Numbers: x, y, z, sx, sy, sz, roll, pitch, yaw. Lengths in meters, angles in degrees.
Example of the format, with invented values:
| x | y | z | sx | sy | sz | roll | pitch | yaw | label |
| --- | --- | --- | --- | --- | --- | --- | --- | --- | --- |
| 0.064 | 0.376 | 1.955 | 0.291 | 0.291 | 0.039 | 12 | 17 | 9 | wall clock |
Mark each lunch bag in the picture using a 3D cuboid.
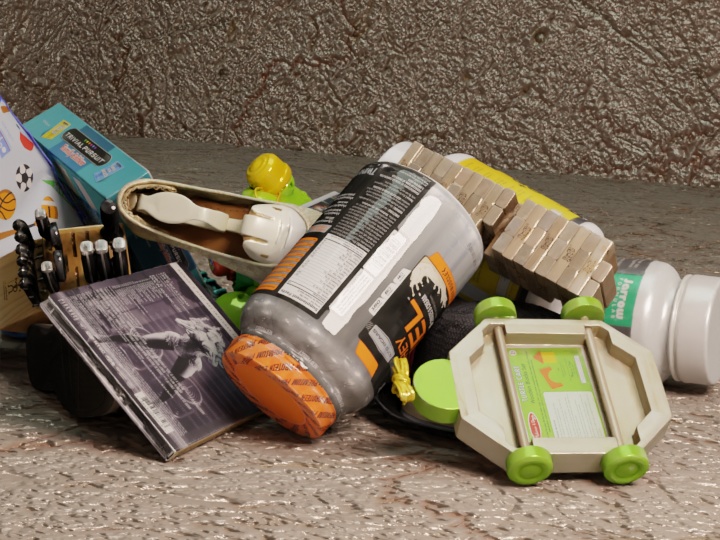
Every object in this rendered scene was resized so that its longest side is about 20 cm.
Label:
| x | y | z | sx | sy | sz | roll | pitch | yaw | label |
| --- | --- | --- | --- | --- | --- | --- | --- | --- | --- |
| -0.353 | -0.039 | 1.403 | 0.200 | 0.170 | 0.124 | -43 | 32 | -21 | lunch bag |

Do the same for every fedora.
| x | y | z | sx | sy | sz | roll | pitch | yaw | label |
| --- | --- | --- | --- | --- | --- | --- | --- | --- | --- |
| 0.111 | 0.075 | 1.265 | 0.200 | 0.092 | 0.201 | 2 | 9 | 0 | fedora |

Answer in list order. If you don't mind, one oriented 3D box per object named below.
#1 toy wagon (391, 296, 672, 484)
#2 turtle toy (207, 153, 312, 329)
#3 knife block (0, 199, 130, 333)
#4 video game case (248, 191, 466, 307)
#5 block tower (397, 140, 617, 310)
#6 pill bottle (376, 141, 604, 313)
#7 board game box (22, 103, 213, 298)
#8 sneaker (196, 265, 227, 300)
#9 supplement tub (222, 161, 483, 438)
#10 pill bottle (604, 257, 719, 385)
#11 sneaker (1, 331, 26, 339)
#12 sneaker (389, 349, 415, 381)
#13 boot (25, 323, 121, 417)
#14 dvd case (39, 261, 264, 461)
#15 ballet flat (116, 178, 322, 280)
| x | y | z | sx | sy | sz | roll | pitch | yaw | label |
| --- | --- | --- | --- | --- | --- | --- | --- | --- | --- |
| 0.119 | 0.086 | 1.151 | 0.200 | 0.040 | 0.155 | 0 | 45 | -9 | toy wagon |
| -0.086 | -0.002 | 1.492 | 0.101 | 0.146 | 0.200 | -23 | 36 | 32 | turtle toy |
| -0.214 | 0.001 | 1.336 | 0.176 | 0.064 | 0.200 | -21 | -21 | 34 | knife block |
| 0.000 | 0.000 | 1.399 | 0.182 | 0.023 | 0.200 | 30 | 27 | 18 | video game case |
| 0.113 | -0.030 | 1.279 | 0.200 | 0.054 | 0.058 | 30 | -15 | 24 | block tower |
| 0.101 | -0.032 | 1.378 | 0.200 | 0.112 | 0.112 | 32 | 22 | 26 | pill bottle |
| -0.223 | -0.053 | 1.460 | 0.047 | 0.151 | 0.200 | -34 | 37 | -16 | board game box |
| -0.177 | 0.018 | 1.561 | 0.200 | 0.091 | 0.078 | 5 | 6 | 10 | sneaker |
| -0.007 | 0.023 | 1.224 | 0.123 | 0.123 | 0.200 | 13 | 56 | 50 | supplement tub |
| 0.223 | 0.043 | 1.432 | 0.200 | 0.113 | 0.113 | 6 | 10 | 25 | pill bottle |
| -0.322 | 0.025 | 1.557 | 0.082 | 0.074 | 0.200 | -7 | 12 | -36 | sneaker |
| 0.016 | 0.055 | 1.430 | 0.087 | 0.074 | 0.200 | 11 | 16 | 18 | sneaker |
| -0.176 | 0.072 | 1.297 | 0.151 | 0.073 | 0.200 | -3 | 2 | -28 | boot |
| -0.144 | 0.064 | 1.230 | 0.149 | 0.016 | 0.200 | 49 | 22 | 9 | dvd case |
| -0.106 | -0.033 | 1.301 | 0.200 | 0.067 | 0.062 | 10 | -7 | 8 | ballet flat |
